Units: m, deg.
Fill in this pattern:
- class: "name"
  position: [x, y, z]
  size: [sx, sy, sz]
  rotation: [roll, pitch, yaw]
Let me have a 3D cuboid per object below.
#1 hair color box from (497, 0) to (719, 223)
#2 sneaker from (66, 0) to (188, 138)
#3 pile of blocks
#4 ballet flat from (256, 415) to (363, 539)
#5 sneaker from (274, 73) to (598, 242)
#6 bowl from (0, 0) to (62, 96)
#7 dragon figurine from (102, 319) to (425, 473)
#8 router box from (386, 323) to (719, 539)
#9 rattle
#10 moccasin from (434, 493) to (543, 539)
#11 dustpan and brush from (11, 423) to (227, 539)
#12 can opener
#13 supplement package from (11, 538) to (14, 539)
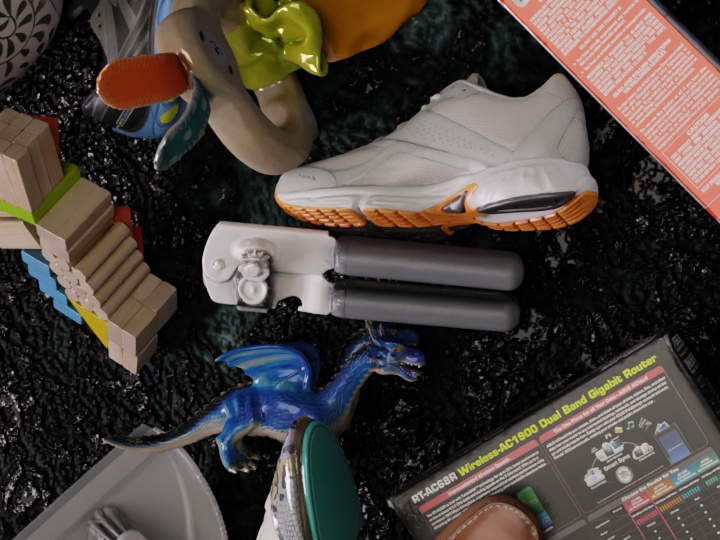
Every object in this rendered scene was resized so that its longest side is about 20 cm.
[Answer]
- class: "hair color box"
  position: [0.163, -0.112, 0.961]
  size: [0.064, 0.111, 0.200]
  rotation: [-44, 82, 15]
- class: "sneaker"
  position: [-0.142, -0.183, 1.062]
  size: [0.082, 0.071, 0.200]
  rotation: [7, 100, 9]
- class: "pile of blocks"
  position: [-0.181, -0.028, 1.077]
  size: [0.082, 0.062, 0.200]
  rotation: [4, 134, 43]
- class: "ballet flat"
  position: [-0.025, 0.176, 1.033]
  size: [0.072, 0.072, 0.201]
  rotation: [-14, 119, 16]
- class: "sneaker"
  position: [0.045, -0.069, 1.028]
  size: [0.200, 0.076, 0.092]
  rotation: [-4, 73, 19]
- class: "bowl"
  position: [-0.232, -0.204, 1.039]
  size: [0.094, 0.201, 0.201]
  rotation: [-25, 88, -3]
- class: "dragon figurine"
  position: [-0.056, 0.073, 1.065]
  size: [0.199, 0.059, 0.100]
  rotation: [2, 93, 11]
- class: "router box"
  position: [0.139, 0.146, 1.015]
  size: [0.200, 0.062, 0.150]
  rotation: [-32, 87, 16]
- class: "rattle"
  position: [-0.045, -0.125, 0.970]
  size: [0.143, 0.200, 0.131]
  rotation: [-9, 88, 18]
- class: "moccasin"
  position: [0.033, 0.214, 0.969]
  size: [0.074, 0.078, 0.201]
  rotation: [42, 90, 9]
- class: "dustpan and brush"
  position: [-0.119, 0.216, 1.085]
  size: [0.057, 0.140, 0.200]
  rotation: [9, 135, 54]
- class: "can opener"
  position: [0.000, 0.000, 1.046]
  size: [0.199, 0.066, 0.053]
  rotation: [6, 107, 7]
- class: "supplement package"
  position: [-0.204, 0.287, 1.095]
  size: [0.121, 0.120, 0.200]
  rotation: [-45, 82, 13]
